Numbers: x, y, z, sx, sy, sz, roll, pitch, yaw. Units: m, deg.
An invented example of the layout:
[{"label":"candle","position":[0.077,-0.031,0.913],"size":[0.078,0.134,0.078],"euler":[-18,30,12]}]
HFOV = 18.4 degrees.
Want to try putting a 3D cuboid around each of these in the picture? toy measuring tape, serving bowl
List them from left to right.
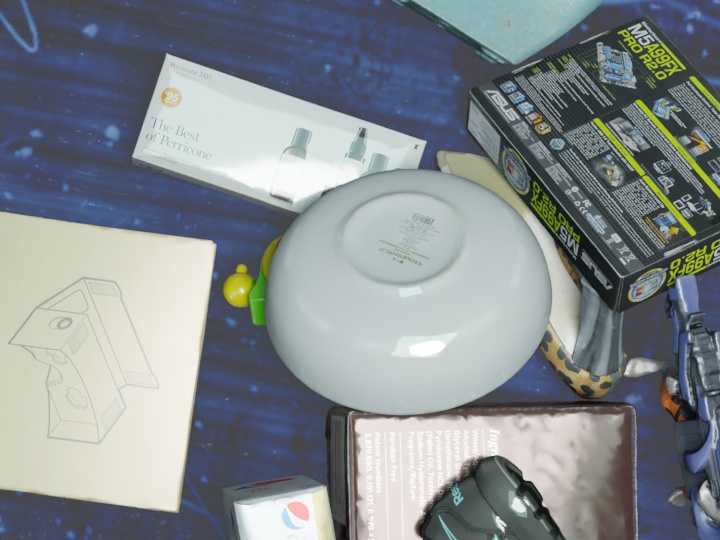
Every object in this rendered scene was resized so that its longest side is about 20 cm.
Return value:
[{"label":"toy measuring tape","position":[0.000,0.000,1.611],"size":[0.200,0.074,0.074],"euler":[-5,87,2]},{"label":"serving bowl","position":[0.031,0.000,1.518],"size":[0.200,0.066,0.200],"euler":[-2,49,3]}]

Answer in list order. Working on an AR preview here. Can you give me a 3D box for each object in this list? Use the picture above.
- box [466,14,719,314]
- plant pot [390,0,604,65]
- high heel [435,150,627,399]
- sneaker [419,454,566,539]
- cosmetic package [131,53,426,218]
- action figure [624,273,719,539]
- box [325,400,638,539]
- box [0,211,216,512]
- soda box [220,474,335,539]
[{"label":"box","position":[0.194,-0.079,1.587],"size":[0.160,0.044,0.200],"euler":[-24,57,-20]},{"label":"plant pot","position":[0.110,-0.256,1.587],"size":[0.196,0.196,0.200],"euler":[31,94,-3]},{"label":"high heel","position":[0.119,0.007,1.642],"size":[0.071,0.143,0.200],"euler":[-32,56,-23]},{"label":"sneaker","position":[0.120,0.218,1.458],"size":[0.079,0.075,0.200],"euler":[-37,86,9]},{"label":"cosmetic package","position":[-0.060,-0.087,1.624],"size":[0.200,0.051,0.083],"euler":[18,85,-4]},{"label":"action figure","position":[0.259,0.095,1.563],"size":[0.105,0.193,0.200],"euler":[-10,96,-20]},{"label":"box","position":[0.081,0.175,1.566],"size":[0.200,0.166,0.164],"euler":[-1,87,-5]},{"label":"box","position":[-0.199,0.067,1.617],"size":[0.163,0.021,0.200],"euler":[8,87,-5]},{"label":"soda box","position":[-0.057,0.181,1.535],"size":[0.064,0.200,0.068],"euler":[-10,88,-6]}]
